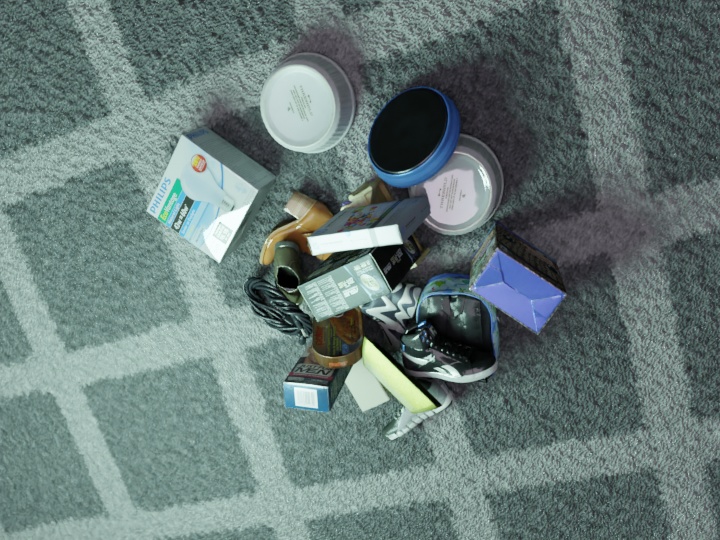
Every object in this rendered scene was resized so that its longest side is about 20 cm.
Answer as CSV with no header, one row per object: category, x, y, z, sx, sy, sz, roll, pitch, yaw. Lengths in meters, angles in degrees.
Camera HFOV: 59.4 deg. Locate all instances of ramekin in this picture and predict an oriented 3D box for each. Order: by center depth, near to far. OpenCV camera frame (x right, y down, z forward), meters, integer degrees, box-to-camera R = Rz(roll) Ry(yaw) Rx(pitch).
ramekin,0.188,-0.166,1.265,0.196,0.094,0.208,4,109,11
ramekin,-0.114,-0.336,1.285,0.196,0.094,0.208,4,109,12

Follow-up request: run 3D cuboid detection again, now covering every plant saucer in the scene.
plant saucer,0.080,0.232,1.329,0.199,0.200,0.048,43,89,15

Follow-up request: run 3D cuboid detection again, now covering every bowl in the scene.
bowl,0.098,-0.263,1.223,0.197,0.039,0.206,-15,63,31

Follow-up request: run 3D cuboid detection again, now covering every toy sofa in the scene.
toy sofa,0.052,-0.090,1.334,0.096,0.083,0.203,-25,101,37

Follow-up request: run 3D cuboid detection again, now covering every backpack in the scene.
backpack,0.204,0.108,1.328,0.178,0.148,0.205,2,120,18

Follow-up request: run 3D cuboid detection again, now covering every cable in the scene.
cable,-0.190,0.087,1.422,0.199,0.164,0.051,40,68,4

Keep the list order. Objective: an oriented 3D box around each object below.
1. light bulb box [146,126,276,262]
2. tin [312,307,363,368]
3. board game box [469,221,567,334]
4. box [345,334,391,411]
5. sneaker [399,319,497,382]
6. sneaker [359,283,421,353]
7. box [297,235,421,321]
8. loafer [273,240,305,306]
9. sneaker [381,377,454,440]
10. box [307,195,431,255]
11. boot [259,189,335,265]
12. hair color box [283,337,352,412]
light bulb box,-0.322,-0.167,1.372,0.198,0.125,0.200,33,112,-1
tin,-0.047,0.136,1.346,0.108,0.202,0.043,-4,120,0
board game box,0.306,0.009,1.247,0.157,0.200,0.098,32,111,-1
box,-0.005,0.215,1.457,0.081,0.069,0.203,-25,102,20
sneaker,0.164,0.152,1.235,0.195,0.073,0.114,-4,116,26
sneaker,0.048,0.091,1.377,0.127,0.081,0.201,22,143,5
box,0.000,0.000,1.256,0.197,0.164,0.087,-24,104,35
loafer,-0.162,0.023,1.391,0.073,0.071,0.203,1,140,6
sneaker,0.111,0.299,1.464,0.198,0.075,0.117,-34,94,10
box,0.018,-0.087,1.205,0.196,0.156,0.042,-7,111,32
boot,-0.126,-0.058,1.395,0.153,0.074,0.202,32,117,-7
hair color box,-0.083,0.212,1.329,0.097,0.200,0.062,4,112,14
